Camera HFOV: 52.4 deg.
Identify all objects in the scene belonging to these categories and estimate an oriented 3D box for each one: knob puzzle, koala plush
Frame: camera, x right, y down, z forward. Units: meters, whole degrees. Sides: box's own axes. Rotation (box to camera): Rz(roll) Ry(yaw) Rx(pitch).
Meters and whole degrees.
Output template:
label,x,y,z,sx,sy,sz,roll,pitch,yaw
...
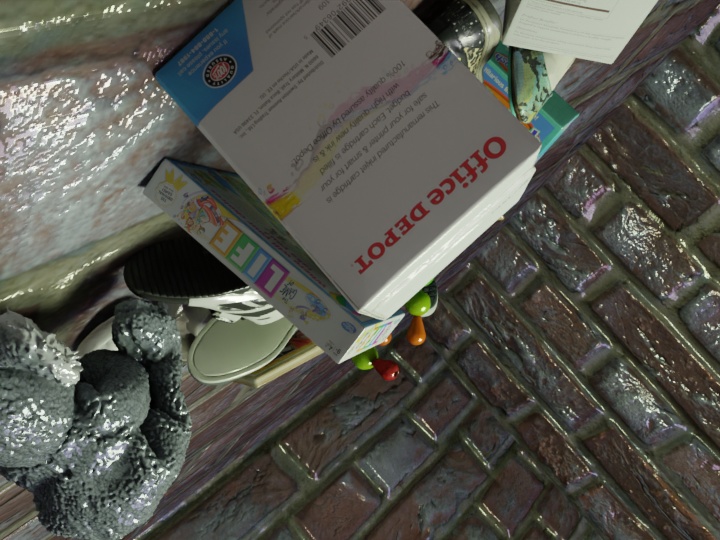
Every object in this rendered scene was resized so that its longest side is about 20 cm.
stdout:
label,x,y,z,sx,sy,sz,roll,pitch,yaw
knob puzzle,-0.103,0.076,0.882,0.219,0.031,0.220,-17,-167,4
koala plush,-0.239,0.102,0.549,0.177,0.184,0.200,-27,149,5

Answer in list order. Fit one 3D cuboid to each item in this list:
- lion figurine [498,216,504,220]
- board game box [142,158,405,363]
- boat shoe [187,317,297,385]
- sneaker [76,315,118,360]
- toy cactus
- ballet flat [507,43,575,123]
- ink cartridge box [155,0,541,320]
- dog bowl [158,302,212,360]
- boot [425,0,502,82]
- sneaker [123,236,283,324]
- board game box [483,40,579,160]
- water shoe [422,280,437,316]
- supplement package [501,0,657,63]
label,x,y,z,sx,sy,sz,roll,pitch,yaw
lion figurine,0.098,-0.104,0.714,0.200,0.072,0.123,10,109,-61
board game box,-0.063,-0.011,0.593,0.034,0.200,0.134,-52,168,10
boat shoe,-0.110,0.066,0.788,0.200,0.073,0.062,-42,172,-43
sneaker,-0.251,0.118,0.752,0.200,0.089,0.075,-49,167,34
toy cactus,0.000,0.000,0.749,0.102,0.165,0.201,2,95,-47
ballet flat,0.179,-0.230,0.725,0.074,0.074,0.201,125,-24,-54
ink cartridge box,-0.002,-0.087,0.503,0.147,0.200,0.146,-41,170,1
dog bowl,-0.141,0.014,0.825,0.200,0.059,0.200,-40,170,-9
boot,0.051,-0.175,0.733,0.153,0.074,0.204,-35,168,-13
sneaker,-0.117,0.020,0.681,0.199,0.074,0.089,-1,138,-23
board game box,0.138,-0.163,0.868,0.045,0.152,0.200,-38,169,-37
water shoe,0.045,-0.002,1.076,0.071,0.200,0.079,5,137,-42
supplement package,0.198,-0.280,0.600,0.200,0.109,0.114,106,-7,-73
